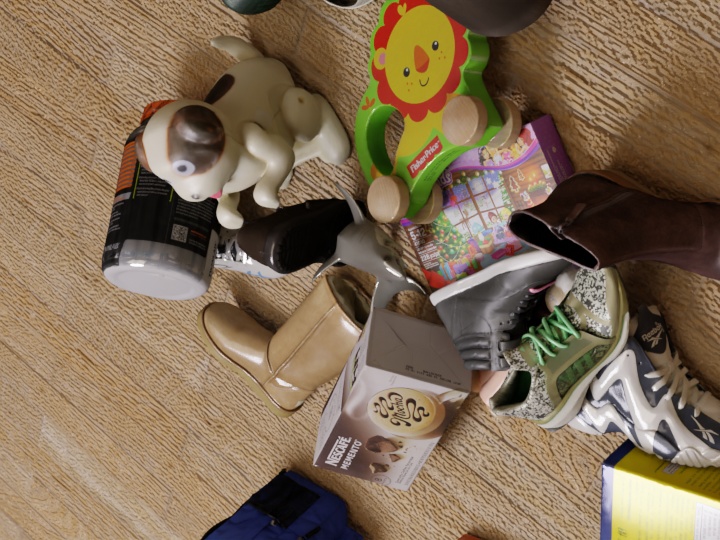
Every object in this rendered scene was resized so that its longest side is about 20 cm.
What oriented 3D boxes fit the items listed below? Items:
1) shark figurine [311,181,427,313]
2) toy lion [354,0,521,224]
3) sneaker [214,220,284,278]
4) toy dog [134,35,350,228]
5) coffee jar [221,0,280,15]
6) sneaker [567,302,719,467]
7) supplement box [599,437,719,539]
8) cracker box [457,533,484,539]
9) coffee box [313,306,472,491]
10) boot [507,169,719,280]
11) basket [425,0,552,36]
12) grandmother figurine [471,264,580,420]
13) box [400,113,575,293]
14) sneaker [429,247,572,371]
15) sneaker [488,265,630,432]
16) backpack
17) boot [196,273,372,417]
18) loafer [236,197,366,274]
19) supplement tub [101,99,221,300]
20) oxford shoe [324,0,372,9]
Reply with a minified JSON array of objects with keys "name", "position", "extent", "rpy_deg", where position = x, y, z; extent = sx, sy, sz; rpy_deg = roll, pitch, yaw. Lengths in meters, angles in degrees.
[{"name":"shark figurine","position":[-0.007,-0.006,1.427],"extent":[0.128,0.089,0.215],"rpy_deg":[48,176,11]},{"name":"toy lion","position":[0.058,-0.171,1.352],"extent":[0.200,0.068,0.192],"rpy_deg":[-45,59,39]},{"name":"sneaker","position":[-0.158,-0.029,1.618],"extent":[0.199,0.072,0.072],"rpy_deg":[16,118,33]},{"name":"toy dog","position":[-0.134,-0.142,1.454],"extent":[0.139,0.200,0.195],"rpy_deg":[-7,105,41]},{"name":"coffee jar","position":[-0.074,-0.347,1.388],"extent":[0.200,0.085,0.105],"rpy_deg":[-33,84,45]},{"name":"sneaker","position":[0.283,0.097,1.296],"extent":[0.198,0.079,0.130],"rpy_deg":[16,119,35]},{"name":"supplement box","position":[0.333,0.228,1.293],"extent":[0.199,0.109,0.109],"rpy_deg":[16,119,35]},{"name":"cracker box","position":[0.160,0.407,1.558],"extent":[0.133,0.058,0.201],"rpy_deg":[11,117,37]},{"name":"coffee box","position":[0.032,0.139,1.476],"extent":[0.112,0.080,0.200],"rpy_deg":[16,139,-9]},{"name":"boot","position":[0.244,-0.021,1.212],"extent":[0.199,0.166,0.073],"rpy_deg":[29,123,28]},{"name":"basket","position":[0.088,-0.281,1.185],"extent":[0.136,0.200,0.180],"rpy_deg":[-46,68,11]},{"name":"grandmother figurine","position":[0.176,0.068,1.390],"extent":[0.121,0.061,0.200],"rpy_deg":[38,133,9]},{"name":"box","position":[0.129,-0.056,1.383],"extent":[0.200,0.039,0.137],"rpy_deg":[-21,95,44]},{"name":"sneaker","position":[0.152,0.036,1.325],"extent":[0.200,0.070,0.100],"rpy_deg":[-29,82,50]},{"name":"sneaker","position":[0.176,0.071,1.275],"extent":[0.077,0.088,0.201],"rpy_deg":[54,135,41]},{"name":"backpack","position":[-0.103,0.356,1.660],"extent":[0.167,0.200,0.163],"rpy_deg":[23,123,31]},{"name":"boot","position":[-0.079,0.060,1.600],"extent":[0.175,0.066,0.200],"rpy_deg":[44,134,-1]},{"name":"loafer","position":[-0.058,-0.045,1.440],"extent":[0.071,0.200,0.073],"rpy_deg":[18,102,25]},{"name":"supplement tub","position":[-0.211,-0.078,1.552],"extent":[0.122,0.122,0.201],"rpy_deg":[-8,66,42]},{"name":"oxford shoe","position":[0.027,-0.308,1.342],"extent":[0.200,0.058,0.075],"rpy_deg":[-28,87,42]}]
